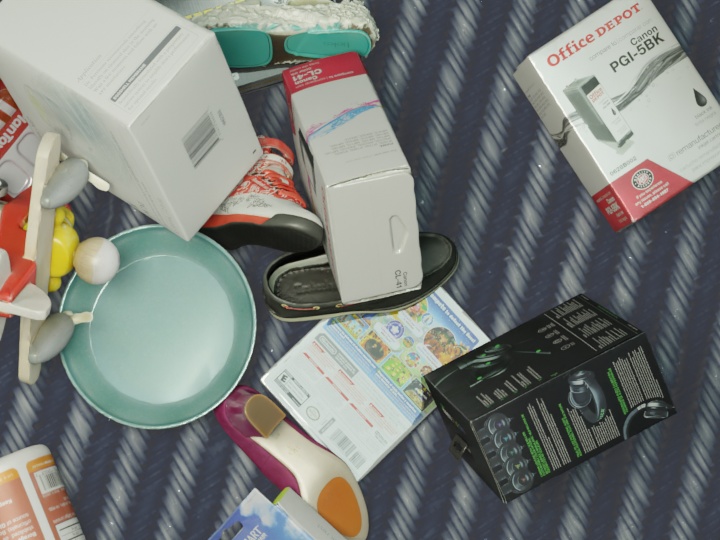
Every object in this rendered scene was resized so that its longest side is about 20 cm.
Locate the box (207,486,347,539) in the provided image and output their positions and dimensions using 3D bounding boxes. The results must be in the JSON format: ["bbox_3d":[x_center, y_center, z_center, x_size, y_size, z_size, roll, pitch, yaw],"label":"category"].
[{"bbox_3d":[-0.055,0.305,1.678,0.200,0.048,0.122,43,114,1],"label":"box"}]

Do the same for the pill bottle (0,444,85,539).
[{"bbox_3d":[-0.313,0.277,1.654,0.111,0.112,0.202,-22,85,-7],"label":"pill bottle"}]

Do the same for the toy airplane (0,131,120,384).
[{"bbox_3d":[-0.293,-0.009,1.621,0.140,0.200,0.201,5,73,-12],"label":"toy airplane"}]

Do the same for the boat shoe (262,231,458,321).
[{"bbox_3d":[0.001,0.003,1.720,0.199,0.063,0.074,-12,72,-2],"label":"boat shoe"}]

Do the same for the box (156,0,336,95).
[{"bbox_3d":[-0.126,-0.260,1.763,0.198,0.048,0.160,-16,86,-6],"label":"box"}]

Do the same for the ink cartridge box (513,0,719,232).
[{"bbox_3d":[0.270,-0.164,1.765,0.146,0.083,0.201,-33,87,-6],"label":"ink cartridge box"}]

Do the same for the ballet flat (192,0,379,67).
[{"bbox_3d":[-0.081,-0.238,1.715,0.198,0.072,0.073,-1,83,-7],"label":"ballet flat"}]

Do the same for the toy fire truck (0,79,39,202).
[{"bbox_3d":[-0.389,-0.120,1.704,0.168,0.112,0.201,40,79,-21],"label":"toy fire truck"}]

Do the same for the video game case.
[{"bbox_3d":[0.018,0.094,1.748,0.200,0.018,0.143,-43,88,-8],"label":"video game case"}]

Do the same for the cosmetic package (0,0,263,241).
[{"bbox_3d":[-0.220,-0.162,1.608,0.199,0.200,0.123,32,72,26],"label":"cosmetic package"}]

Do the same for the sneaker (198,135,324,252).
[{"bbox_3d":[-0.088,-0.079,1.678,0.067,0.201,0.109,30,75,-30],"label":"sneaker"}]

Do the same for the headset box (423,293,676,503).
[{"bbox_3d":[0.171,0.122,1.670,0.199,0.174,0.093,-27,106,-8],"label":"headset box"}]

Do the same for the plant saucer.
[{"bbox_3d":[-0.198,0.056,1.716,0.198,0.036,0.202,-1,80,5],"label":"plant saucer"}]

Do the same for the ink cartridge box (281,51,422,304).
[{"bbox_3d":[-0.008,-0.090,1.657,0.085,0.149,0.201,-12,40,-5],"label":"ink cartridge box"}]

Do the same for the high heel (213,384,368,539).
[{"bbox_3d":[-0.071,0.194,1.725,0.200,0.096,0.067,47,71,-20],"label":"high heel"}]
